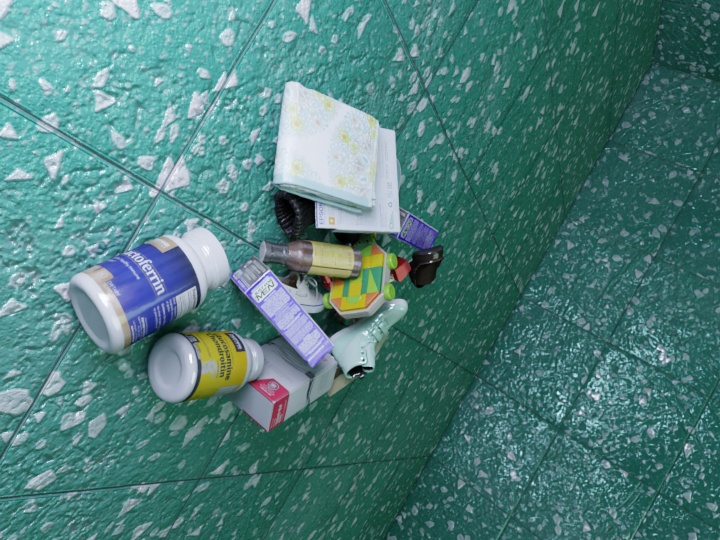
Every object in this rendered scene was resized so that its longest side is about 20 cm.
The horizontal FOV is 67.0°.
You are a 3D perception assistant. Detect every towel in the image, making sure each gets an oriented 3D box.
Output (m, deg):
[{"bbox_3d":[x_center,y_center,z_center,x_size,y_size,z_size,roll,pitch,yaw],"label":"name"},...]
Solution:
[{"bbox_3d":[-0.052,-0.202,0.923,0.197,0.048,0.175,12,76,-37],"label":"towel"}]

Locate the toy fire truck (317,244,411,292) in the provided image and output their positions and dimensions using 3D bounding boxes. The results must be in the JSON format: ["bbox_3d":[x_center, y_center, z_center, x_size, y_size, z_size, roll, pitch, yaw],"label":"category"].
[{"bbox_3d":[0.009,0.002,1.242,0.199,0.049,0.142,-38,119,-14],"label":"toy fire truck"}]

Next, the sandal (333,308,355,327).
[{"bbox_3d":[-0.042,0.086,1.326,0.080,0.056,0.204,-83,163,-56],"label":"sandal"}]

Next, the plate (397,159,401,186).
[{"bbox_3d":[0.026,-0.169,1.234,0.200,0.025,0.203,-42,148,-34],"label":"plate"}]

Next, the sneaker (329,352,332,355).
[{"bbox_3d":[-0.077,0.231,1.384,0.073,0.072,0.200,-56,154,-11],"label":"sneaker"}]

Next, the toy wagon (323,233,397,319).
[{"bbox_3d":[0.000,0.000,1.120,0.040,0.153,0.204,44,45,-49],"label":"toy wagon"}]

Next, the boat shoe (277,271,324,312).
[{"bbox_3d":[-0.132,0.031,1.113,0.200,0.074,0.087,13,103,-52],"label":"boat shoe"}]

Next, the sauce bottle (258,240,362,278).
[{"bbox_3d":[-0.094,-0.026,1.042,0.197,0.065,0.066,8,113,-28],"label":"sauce bottle"}]

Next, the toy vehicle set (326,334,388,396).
[{"bbox_3d":[-0.007,0.215,1.316,0.124,0.027,0.200,-40,-177,26],"label":"toy vehicle set"}]

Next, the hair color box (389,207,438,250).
[{"bbox_3d":[0.092,-0.104,1.246,0.066,0.108,0.199,-62,152,4],"label":"hair color box"}]

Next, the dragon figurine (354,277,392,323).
[{"bbox_3d":[0.043,0.075,1.236,0.098,0.059,0.202,4,129,-35],"label":"dragon figurine"}]

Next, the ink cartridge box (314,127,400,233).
[{"bbox_3d":[-0.014,-0.170,1.003,0.197,0.043,0.201,0,86,-37],"label":"ink cartridge box"}]

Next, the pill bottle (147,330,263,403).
[{"bbox_3d":[-0.263,0.165,0.960,0.199,0.111,0.114,8,110,-61],"label":"pill bottle"}]

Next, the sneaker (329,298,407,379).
[{"bbox_3d":[0.035,0.154,1.173,0.199,0.119,0.074,-34,139,5],"label":"sneaker"}]

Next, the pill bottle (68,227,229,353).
[{"bbox_3d":[-0.292,0.020,0.774,0.199,0.115,0.117,-34,143,-42],"label":"pill bottle"}]

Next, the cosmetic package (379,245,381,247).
[{"bbox_3d":[0.024,0.046,1.334,0.082,0.050,0.204,-28,117,-43],"label":"cosmetic package"}]

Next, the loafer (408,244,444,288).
[{"bbox_3d":[0.157,-0.005,1.271,0.072,0.073,0.200,-15,168,-6],"label":"loafer"}]

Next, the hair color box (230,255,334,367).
[{"bbox_3d":[-0.142,0.075,0.991,0.065,0.109,0.201,-41,118,-11],"label":"hair color box"}]

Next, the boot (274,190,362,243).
[{"bbox_3d":[-0.079,-0.102,1.050,0.158,0.078,0.213,-49,136,-32],"label":"boot"}]

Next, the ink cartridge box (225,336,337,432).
[{"bbox_3d":[-0.166,0.224,1.145,0.199,0.144,0.085,-22,134,-50],"label":"ink cartridge box"}]
